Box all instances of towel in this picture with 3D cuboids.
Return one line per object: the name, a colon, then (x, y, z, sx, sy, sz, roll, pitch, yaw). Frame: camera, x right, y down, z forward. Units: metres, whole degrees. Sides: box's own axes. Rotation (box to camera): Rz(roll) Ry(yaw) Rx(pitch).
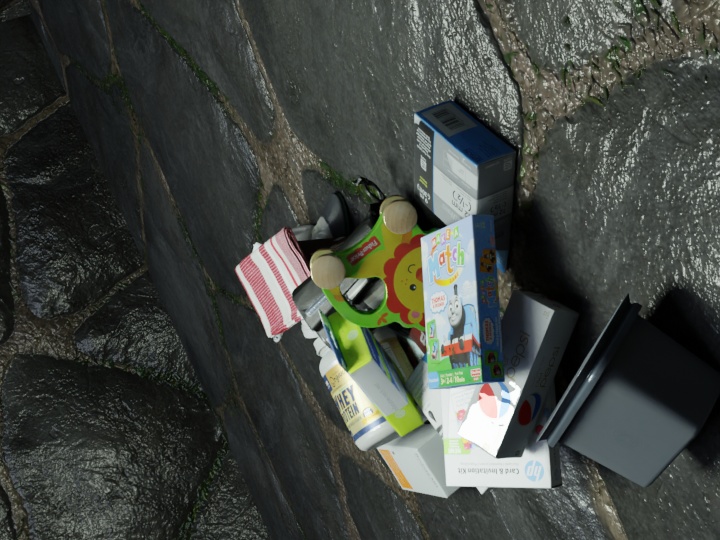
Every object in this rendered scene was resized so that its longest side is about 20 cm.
towel: (-0.138, 0.025, 1.772, 0.200, 0.023, 0.145, -32, 84, 53)

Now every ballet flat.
ballet flat: (-0.050, -0.039, 1.876, 0.073, 0.073, 0.201, 39, 144, 51)

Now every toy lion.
toy lion: (0.056, 0.009, 1.474, 0.192, 0.200, 0.069, 53, -178, -11)

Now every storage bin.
storage bin: (0.299, 0.137, 1.151, 0.134, 0.146, 0.200, 32, 148, 11)

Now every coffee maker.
coffee maker: (0.000, 0.000, 1.616, 0.200, 0.134, 0.193, -43, 48, 28)

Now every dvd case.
dvd case: (0.105, 0.176, 1.778, 0.200, 0.022, 0.147, 27, 135, 60)

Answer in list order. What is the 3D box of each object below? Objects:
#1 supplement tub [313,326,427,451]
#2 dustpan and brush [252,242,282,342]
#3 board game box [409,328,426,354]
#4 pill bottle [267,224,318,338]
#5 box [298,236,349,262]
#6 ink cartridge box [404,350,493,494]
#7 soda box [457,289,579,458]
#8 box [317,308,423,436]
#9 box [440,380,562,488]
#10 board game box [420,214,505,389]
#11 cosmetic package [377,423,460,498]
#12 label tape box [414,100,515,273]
supplement tub: (0.018, 0.183, 1.764, 0.201, 0.144, 0.145, 62, 158, 14)
dustpan and brush: (-0.147, 0.053, 1.961, 0.139, 0.057, 0.201, 23, 115, 18)
board game box: (0.145, 0.128, 1.612, 0.200, 0.019, 0.103, 51, 142, 36)
pill bottle: (-0.102, 0.022, 2.011, 0.104, 0.104, 0.201, 12, 122, 65)
box: (-0.057, -0.009, 1.781, 0.199, 0.100, 0.075, -6, 108, 40)
ink cartridge box: (0.171, 0.189, 1.496, 0.200, 0.085, 0.147, 55, 141, 25)
soda box: (0.195, 0.130, 1.313, 0.068, 0.063, 0.201, 29, 104, 40)
box: (0.016, 0.140, 1.534, 0.200, 0.047, 0.122, 54, -172, -42)
box: (0.180, 0.181, 1.387, 0.155, 0.041, 0.202, -6, 85, 34)
board game box: (0.125, 0.044, 1.324, 0.151, 0.036, 0.202, 156, 114, -67)
cosmetic package: (0.109, 0.324, 1.818, 0.102, 0.071, 0.200, 57, 160, -4)
label tape box: (0.132, -0.100, 1.387, 0.143, 0.066, 0.201, 47, 149, 41)
